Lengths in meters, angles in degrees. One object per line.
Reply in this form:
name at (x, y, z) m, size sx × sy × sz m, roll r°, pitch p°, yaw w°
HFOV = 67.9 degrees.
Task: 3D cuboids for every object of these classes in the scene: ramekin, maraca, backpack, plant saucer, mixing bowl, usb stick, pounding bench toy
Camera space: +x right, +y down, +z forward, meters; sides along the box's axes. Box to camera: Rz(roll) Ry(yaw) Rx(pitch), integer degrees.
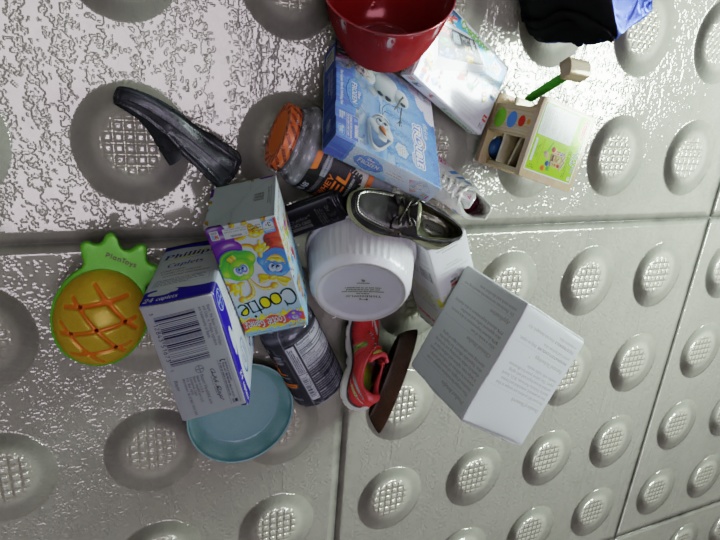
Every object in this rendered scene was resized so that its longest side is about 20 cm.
ramekin at (0.000, 0.000, 0.890) m, size 0.193 × 0.097 × 0.206 m, roll 0°, pitch 141°, yaw 0°
maraca at (-0.375, 0.047, 0.788) m, size 0.133 × 0.107 × 0.206 m, roll 19°, pitch 101°, yaw -28°
backpack at (0.363, -0.464, 0.871) m, size 0.165 × 0.198 × 0.167 m, roll -34°, pitch 118°, yaw -18°
plant saucer at (-0.220, 0.255, 0.980) m, size 0.192 × 0.036 × 0.208 m, roll -9°, pitch 112°, yaw -21°
mixing bowl at (0.036, -0.369, 0.785) m, size 0.194 × 0.205 × 0.110 m, roll -20°, pitch 155°, yaw -15°
usb stick at (-0.110, -0.078, 0.843) m, size 0.193 × 0.033 × 0.056 m, roll -16°, pitch 129°, yaw 23°
plant saucer at (0.058, 0.202, 1.013) m, size 0.033 × 0.200 × 0.207 m, roll 21°, pitch 102°, yaw 3°
pounding bench toy at (0.311, -0.269, 0.946) m, size 0.120 × 0.156 × 0.207 m, roll 9°, pitch 106°, yaw -25°

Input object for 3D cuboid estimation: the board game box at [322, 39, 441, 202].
board game box at (0.033, -0.230, 0.825) m, size 0.194 × 0.207 × 0.043 m, roll 20°, pitch 143°, yaw -30°

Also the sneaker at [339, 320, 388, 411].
sneaker at (0.019, 0.152, 0.973) m, size 0.076 × 0.084 × 0.207 m, roll 26°, pitch 55°, yaw -34°

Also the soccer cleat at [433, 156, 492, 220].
soccer cleat at (0.161, -0.153, 0.964) m, size 0.196 × 0.086 × 0.072 m, roll 25°, pitch 99°, yaw -29°

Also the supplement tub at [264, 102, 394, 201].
supplement tub at (-0.045, -0.174, 0.843) m, size 0.194 × 0.123 × 0.126 m, roll 19°, pitch 102°, yaw -28°

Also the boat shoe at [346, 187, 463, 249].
boat shoe at (0.073, -0.083, 0.810) m, size 0.195 × 0.065 × 0.075 m, roll 16°, pitch 75°, yaw -29°

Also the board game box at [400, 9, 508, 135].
board game box at (0.163, -0.335, 0.898) m, size 0.196 × 0.034 × 0.130 m, roll 24°, pitch 91°, yaw -40°

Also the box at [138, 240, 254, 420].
box at (-0.232, 0.078, 0.804) m, size 0.101 × 0.201 × 0.190 m, roll -12°, pitch 116°, yaw -4°

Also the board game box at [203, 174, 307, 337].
board game box at (-0.148, -0.017, 0.797) m, size 0.099 × 0.107 × 0.205 m, roll -11°, pitch 129°, yaw 1°

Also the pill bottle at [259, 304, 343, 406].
pill bottle at (-0.111, 0.130, 0.941) m, size 0.104 × 0.106 × 0.205 m, roll -29°, pitch 118°, yaw -10°

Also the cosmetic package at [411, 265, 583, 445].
cosmetic package at (0.222, 0.138, 0.890) m, size 0.163 × 0.167 × 0.204 m, roll 26°, pitch 98°, yaw -32°

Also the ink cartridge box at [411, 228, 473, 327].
ink cartridge box at (0.145, 0.008, 0.986) m, size 0.081 × 0.145 × 0.206 m, roll -25°, pitch 119°, yaw -12°

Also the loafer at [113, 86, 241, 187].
loafer at (-0.264, -0.187, 0.770) m, size 0.198 × 0.068 × 0.072 m, roll 31°, pitch 87°, yaw -34°
